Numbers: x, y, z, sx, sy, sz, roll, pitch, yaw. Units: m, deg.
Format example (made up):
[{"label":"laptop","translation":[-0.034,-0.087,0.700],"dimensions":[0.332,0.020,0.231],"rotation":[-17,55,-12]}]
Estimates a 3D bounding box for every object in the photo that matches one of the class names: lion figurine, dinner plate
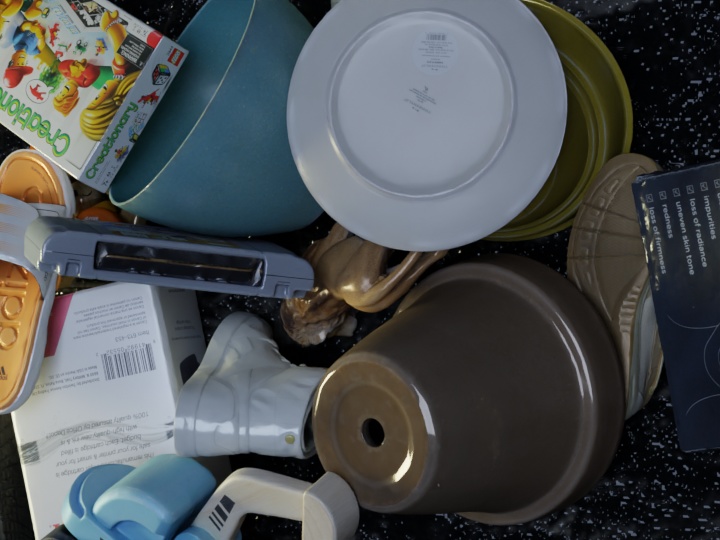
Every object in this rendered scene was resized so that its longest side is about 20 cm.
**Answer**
[{"label":"lion figurine","translation":[0.000,0.000,1.598],"dimensions":[0.072,0.200,0.123],"rotation":[39,80,-7]},{"label":"dinner plate","translation":[0.044,-0.114,1.508],"dimensions":[0.199,0.024,0.201],"rotation":[-1,83,10]}]

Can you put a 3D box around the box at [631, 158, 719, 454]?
[{"label":"box","translation":[0.311,0.012,1.478],"dimensions":[0.196,0.124,0.201],"rotation":[-11,89,50]}]

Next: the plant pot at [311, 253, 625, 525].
[{"label":"plant pot","translation":[0.059,0.097,1.544],"dimensions":[0.200,0.174,0.201],"rotation":[9,105,39]}]

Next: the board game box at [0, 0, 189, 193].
[{"label":"board game box","translation":[-0.229,-0.157,1.687],"dimensions":[0.200,0.035,0.127],"rotation":[33,94,42]}]

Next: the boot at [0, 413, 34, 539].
[{"label":"boot","translation":[-0.328,0.216,1.760],"dimensions":[0.131,0.070,0.201],"rotation":[-4,85,23]}]

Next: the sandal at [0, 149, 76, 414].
[{"label":"sandal","translation":[-0.269,0.004,1.654],"dimensions":[0.079,0.059,0.208],"rotation":[-1,77,30]}]

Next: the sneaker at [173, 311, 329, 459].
[{"label":"sneaker","translation":[-0.061,0.090,1.613],"dimensions":[0.115,0.200,0.074],"rotation":[3,112,8]}]

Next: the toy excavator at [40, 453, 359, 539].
[{"label":"toy excavator","translation":[-0.116,0.181,1.545],"dimensions":[0.194,0.100,0.200],"rotation":[37,126,13]}]

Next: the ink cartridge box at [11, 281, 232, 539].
[{"label":"ink cartridge box","translation":[-0.191,0.114,1.702],"dimensions":[0.144,0.084,0.201],"rotation":[-13,86,19]}]

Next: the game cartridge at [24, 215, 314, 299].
[{"label":"game cartridge","translation":[-0.144,-0.011,1.601],"dimensions":[0.199,0.133,0.042],"rotation":[6,99,-16]}]

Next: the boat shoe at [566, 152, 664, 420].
[{"label":"boat shoe","translation":[0.194,0.013,1.586],"dimensions":[0.074,0.069,0.201],"rotation":[15,101,33]}]

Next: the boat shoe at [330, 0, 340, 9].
[{"label":"boat shoe","translation":[0.067,-0.161,1.624],"dimensions":[0.199,0.072,0.065],"rotation":[15,90,11]}]

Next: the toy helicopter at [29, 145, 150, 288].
[{"label":"toy helicopter","translation":[-0.262,-0.047,1.728],"dimensions":[0.199,0.079,0.133],"rotation":[-15,80,17]}]

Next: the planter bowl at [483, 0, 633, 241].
[{"label":"planter bowl","translation":[0.094,-0.094,1.567],"dimensions":[0.199,0.084,0.201],"rotation":[5,117,10]}]

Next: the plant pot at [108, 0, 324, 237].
[{"label":"plant pot","translation":[-0.079,-0.104,1.625],"dimensions":[0.134,0.200,0.200],"rotation":[31,102,-19]}]
